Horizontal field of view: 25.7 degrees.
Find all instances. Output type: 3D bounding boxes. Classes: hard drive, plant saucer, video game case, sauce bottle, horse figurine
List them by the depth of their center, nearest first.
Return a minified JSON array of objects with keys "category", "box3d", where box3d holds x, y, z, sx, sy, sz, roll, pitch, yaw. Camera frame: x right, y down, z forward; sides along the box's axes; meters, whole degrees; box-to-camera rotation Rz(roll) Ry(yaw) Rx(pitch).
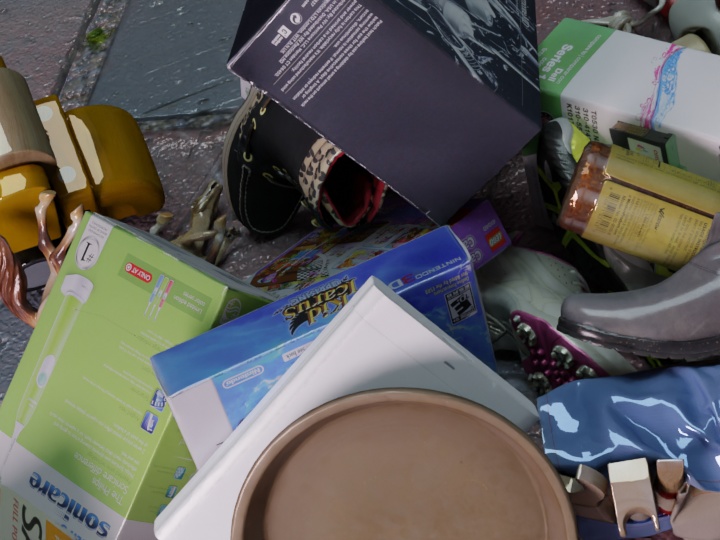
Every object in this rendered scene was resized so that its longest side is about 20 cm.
[{"category":"plant saucer","box3d":[0.025,0.156,0.907,0.199,0.201,0.029,-11,17,6]},{"category":"hard drive","box3d":[-0.009,0.118,0.932,0.200,0.132,0.026,-49,17,11]},{"category":"video game case","box3d":[-0.009,0.089,0.984,0.199,0.182,0.045,-24,41,-8]},{"category":"sauce bottle","box3d":[0.228,-0.022,1.008,0.199,0.066,0.066,22,50,4]},{"category":"horse figurine","box3d":[-0.178,0.017,1.137,0.199,0.133,0.050,8,15,0]}]

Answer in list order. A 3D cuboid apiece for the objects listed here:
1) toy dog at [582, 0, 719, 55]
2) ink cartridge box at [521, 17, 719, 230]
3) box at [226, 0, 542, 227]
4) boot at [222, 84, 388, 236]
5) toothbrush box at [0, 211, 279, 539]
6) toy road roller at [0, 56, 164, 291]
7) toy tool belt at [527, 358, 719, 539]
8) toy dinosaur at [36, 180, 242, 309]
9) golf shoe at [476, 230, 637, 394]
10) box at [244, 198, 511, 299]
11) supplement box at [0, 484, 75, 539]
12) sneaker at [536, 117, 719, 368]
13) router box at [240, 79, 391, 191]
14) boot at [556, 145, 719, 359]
[{"category":"toy dog","box3d":[0.270,-0.228,1.296,0.132,0.097,0.200,-37,46,-22]},{"category":"ink cartridge box","box3d":[0.217,-0.080,1.119,0.199,0.145,0.084,22,54,34]},{"category":"box","box3d":[0.023,-0.163,1.071,0.104,0.182,0.200,-43,22,28]},{"category":"boot","box3d":[-0.043,-0.070,1.166,0.073,0.204,0.154,-1,44,-23]},{"category":"toothbrush box","box3d":[-0.150,0.083,1.037,0.145,0.086,0.201,25,91,37]},{"category":"toy road roller","box3d":[-0.236,-0.085,1.233,0.145,0.200,0.123,-21,68,-11]},{"category":"toy tool belt","box3d":[0.156,0.107,0.942,0.199,0.123,0.125,-11,56,5]},{"category":"toy dinosaur","box3d":[-0.159,0.003,1.234,0.101,0.058,0.200,9,39,46]},{"category":"golf shoe","box3d":[0.134,0.031,1.085,0.091,0.076,0.200,-33,45,-22]},{"category":"box","box3d":[0.000,0.000,1.119,0.137,0.039,0.200,-36,17,-20]},{"category":"supplement box","box3d":[-0.268,0.234,0.944,0.200,0.074,0.126,-32,39,17]},{"category":"sneaker","box3d":[0.189,-0.022,1.077,0.076,0.075,0.201,-30,79,-9]},{"category":"router box","box3d":[0.026,-0.149,1.295,0.179,0.049,0.200,-21,40,-27]},{"category":"boot","box3d":[0.219,-0.015,0.953,0.199,0.132,0.070,0,7,2]}]
